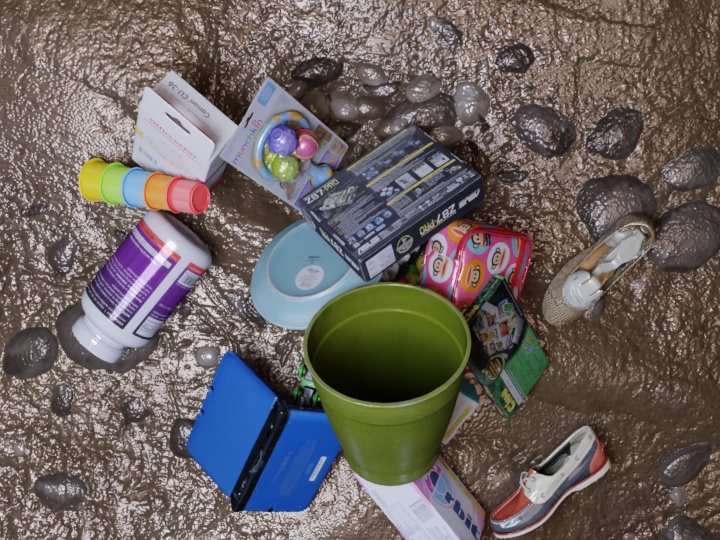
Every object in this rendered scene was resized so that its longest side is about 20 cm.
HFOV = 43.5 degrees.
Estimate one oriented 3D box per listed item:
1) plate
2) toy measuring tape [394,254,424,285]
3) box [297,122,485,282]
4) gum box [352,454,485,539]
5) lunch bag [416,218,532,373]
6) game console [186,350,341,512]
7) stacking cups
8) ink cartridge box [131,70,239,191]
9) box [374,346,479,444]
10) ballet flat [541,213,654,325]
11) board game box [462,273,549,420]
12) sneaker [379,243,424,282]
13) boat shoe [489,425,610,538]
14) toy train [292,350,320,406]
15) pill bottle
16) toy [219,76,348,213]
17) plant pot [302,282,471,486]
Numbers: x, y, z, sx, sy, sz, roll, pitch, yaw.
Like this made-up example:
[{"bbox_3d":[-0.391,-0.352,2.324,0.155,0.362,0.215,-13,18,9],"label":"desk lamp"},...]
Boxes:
[{"bbox_3d":[-0.060,-0.011,1.200,0.197,0.202,0.026,-25,136,2],"label":"plate"},{"bbox_3d":[0.063,0.076,1.252,0.072,0.074,0.204,19,94,-1],"label":"toy measuring tape"},{"bbox_3d":[0.039,-0.094,1.182,0.199,0.049,0.161,-36,50,-13],"label":"box"},{"bbox_3d":[0.088,0.311,1.241,0.066,0.114,0.201,-37,93,24],"label":"gum box"},{"bbox_3d":[0.154,0.036,1.218,0.174,0.081,0.204,3,105,-44],"label":"lunch bag"},{"bbox_3d":[-0.128,0.226,1.252,0.168,0.119,0.202,9,125,-28],"label":"game console"},{"bbox_3d":[-0.283,-0.111,1.202,0.197,0.060,0.062,9,95,28],"label":"stacking cups"},{"bbox_3d":[-0.227,-0.173,1.168,0.116,0.200,0.068,39,65,-3],"label":"ink cartridge box"},{"bbox_3d":[0.061,0.152,1.239,0.198,0.049,0.083,33,110,-15],"label":"box"},{"bbox_3d":[0.330,-0.002,1.251,0.070,0.065,0.200,41,93,-3],"label":"ballet flat"},{"bbox_3d":[0.189,0.106,1.207,0.105,0.023,0.201,-51,134,-17],"label":"board game box"},{"bbox_3d":[0.000,0.000,1.227,0.081,0.075,0.200,44,61,5],"label":"sneaker"},{"bbox_3d":[0.258,0.297,1.266,0.198,0.071,0.063,-35,109,-4],"label":"boat shoe"},{"bbox_3d":[-0.061,0.122,1.264,0.041,0.056,0.204,14,94,7],"label":"toy train"},{"bbox_3d":[-0.300,0.023,1.228,0.112,0.112,0.201,40,93,-3],"label":"pill bottle"},{"bbox_3d":[-0.083,-0.150,1.181,0.047,0.199,0.116,31,89,33],"label":"toy"},{"bbox_3d":[0.037,0.155,1.112,0.196,0.202,0.196,-5,130,0],"label":"plant pot"}]
